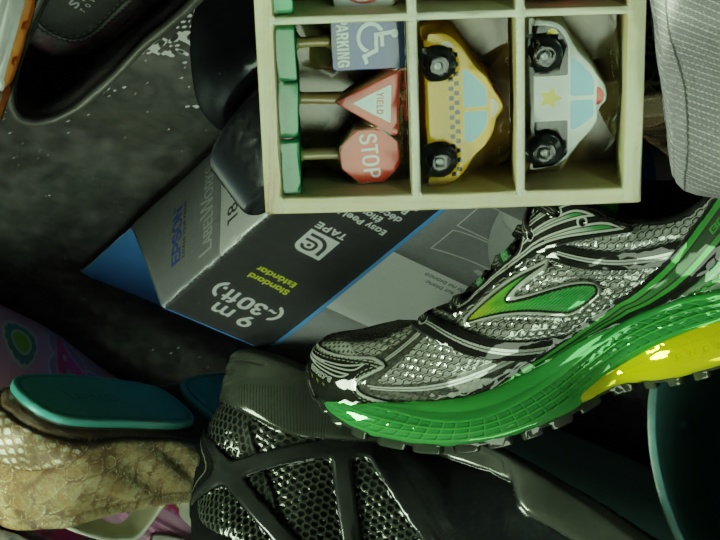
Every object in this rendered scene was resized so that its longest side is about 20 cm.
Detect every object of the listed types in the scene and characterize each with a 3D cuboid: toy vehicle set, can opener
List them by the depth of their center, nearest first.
[{"bbox_3d":[0.027,-0.114,0.763,0.123,0.027,0.201,-3,118,-1],"label":"toy vehicle set"},{"bbox_3d":[0.013,-0.105,0.827,0.200,0.079,0.063,-44,165,26],"label":"can opener"}]

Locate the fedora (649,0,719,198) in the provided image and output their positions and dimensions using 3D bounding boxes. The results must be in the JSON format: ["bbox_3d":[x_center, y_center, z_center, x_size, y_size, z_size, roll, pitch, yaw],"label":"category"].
[{"bbox_3d":[0.134,-0.088,0.750,0.090,0.177,0.201,-1,106,7],"label":"fedora"}]

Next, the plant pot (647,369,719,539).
[{"bbox_3d":[0.218,0.067,0.959,0.199,0.202,0.161,-9,168,9],"label":"plant pot"}]

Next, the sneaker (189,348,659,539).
[{"bbox_3d":[0.022,0.114,0.931,0.199,0.115,0.076,19,174,16],"label":"sneaker"}]

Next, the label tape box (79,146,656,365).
[{"bbox_3d":[0.000,0.000,0.963,0.144,0.064,0.200,24,136,-29],"label":"label tape box"}]

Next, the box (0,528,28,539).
[{"bbox_3d":[-0.197,0.171,1.060,0.199,0.128,0.109,11,161,47],"label":"box"}]

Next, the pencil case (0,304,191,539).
[{"bbox_3d":[-0.129,0.078,1.042,0.087,0.088,0.200,-27,134,30],"label":"pencil case"}]

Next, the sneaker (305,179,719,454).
[{"bbox_3d":[0.070,0.004,0.875,0.199,0.078,0.086,-20,104,16],"label":"sneaker"}]

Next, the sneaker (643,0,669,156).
[{"bbox_3d":[0.116,-0.065,0.876,0.199,0.071,0.076,0,144,-1],"label":"sneaker"}]

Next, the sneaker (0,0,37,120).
[{"bbox_3d":[-0.143,-0.108,0.768,0.091,0.076,0.201,14,107,-8],"label":"sneaker"}]

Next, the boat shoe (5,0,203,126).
[{"bbox_3d":[-0.058,-0.116,0.810,0.067,0.057,0.200,25,136,-29],"label":"boat shoe"}]

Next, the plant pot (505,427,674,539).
[{"bbox_3d":[0.077,0.155,1.082,0.196,0.201,0.200,28,135,-23],"label":"plant pot"}]

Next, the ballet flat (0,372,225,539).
[{"bbox_3d":[-0.075,0.079,1.007,0.199,0.070,0.066,6,114,-41],"label":"ballet flat"}]
